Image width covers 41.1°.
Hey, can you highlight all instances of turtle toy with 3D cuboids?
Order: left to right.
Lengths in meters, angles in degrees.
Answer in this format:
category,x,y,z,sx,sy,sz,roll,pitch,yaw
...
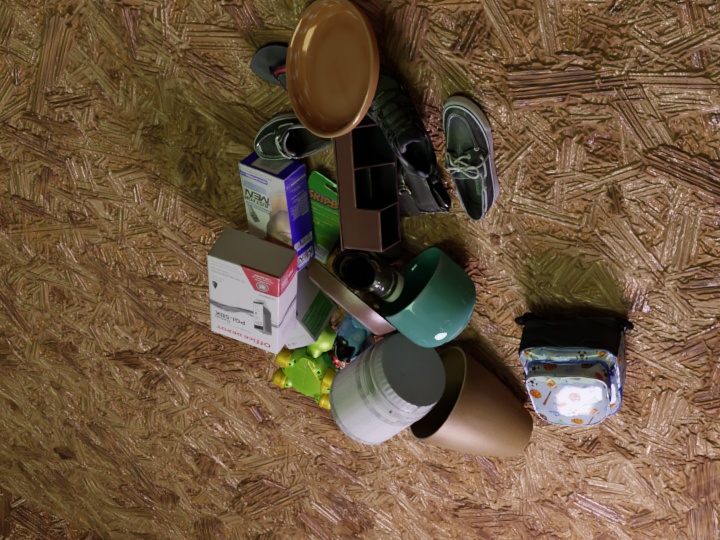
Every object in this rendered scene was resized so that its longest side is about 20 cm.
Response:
category,x,y,z,sx,sy,sz,roll,pitch,yaw
turtle toy,-0.096,0.186,1.975,0.144,0.102,0.201,24,140,9

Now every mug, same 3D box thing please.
category,x,y,z,sx,sy,sz,roll,pitch,yaw
mug,0.123,0.052,1.663,0.114,0.153,0.185,39,180,-16

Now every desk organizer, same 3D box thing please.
category,x,y,z,sx,sy,sz,roll,pitch,yaw
desk organizer,0.011,-0.136,1.527,0.076,0.071,0.203,6,110,30

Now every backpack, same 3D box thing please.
category,x,y,z,sx,sy,sz,roll,pitch,yaw
backpack,0.366,0.177,1.628,0.197,0.156,0.191,2,143,28

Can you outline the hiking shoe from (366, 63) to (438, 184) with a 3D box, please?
category,x,y,z,sx,sy,sz,roll,pitch,yaw
hiking shoe,0.062,-0.223,1.426,0.201,0.075,0.101,53,180,-22

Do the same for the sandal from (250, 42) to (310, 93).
category,x,y,z,sx,sy,sz,roll,pitch,yaw
sandal,-0.088,-0.300,1.506,0.197,0.045,0.076,22,140,13

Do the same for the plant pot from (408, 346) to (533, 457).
category,x,y,z,sx,sy,sz,roll,pitch,yaw
plant pot,0.222,0.271,1.810,0.198,0.188,0.186,28,143,-18

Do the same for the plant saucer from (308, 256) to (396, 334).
category,x,y,z,sx,sy,sz,roll,pitch,yaw
plant saucer,-0.022,0.051,1.689,0.199,0.035,0.200,39,179,1

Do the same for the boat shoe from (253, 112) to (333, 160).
category,x,y,z,sx,sy,sz,roll,pitch,yaw
boat shoe,-0.110,-0.220,1.579,0.198,0.071,0.073,-15,116,39

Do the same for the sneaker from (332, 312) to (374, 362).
category,x,y,z,sx,sy,sz,roll,pitch,yaw
sneaker,-0.026,0.136,1.858,0.078,0.090,0.201,36,162,12

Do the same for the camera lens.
category,x,y,z,sx,sy,sz,roll,pitch,yaw
camera lens,0.046,0.221,1.788,0.159,0.161,0.200,39,137,-9

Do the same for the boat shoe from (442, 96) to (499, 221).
category,x,y,z,sx,sy,sz,roll,pitch,yaw
boat shoe,0.161,-0.166,1.461,0.073,0.068,0.201,8,135,26

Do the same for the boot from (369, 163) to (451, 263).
category,x,y,z,sx,sy,sz,roll,pitch,yaw
boot,0.075,-0.098,1.590,0.172,0.070,0.202,-3,128,36

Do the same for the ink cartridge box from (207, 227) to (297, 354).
category,x,y,z,sx,sy,sz,roll,pitch,yaw
ink cartridge box,-0.195,0.040,1.739,0.145,0.083,0.202,18,136,13

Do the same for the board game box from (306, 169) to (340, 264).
category,x,y,z,sx,sy,sz,roll,pitch,yaw
board game box,-0.070,-0.098,1.719,0.095,0.030,0.201,33,144,3

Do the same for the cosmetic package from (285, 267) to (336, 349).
category,x,y,z,sx,sy,sz,roll,pitch,yaw
cosmetic package,-0.150,0.042,1.857,0.084,0.108,0.201,-15,123,41

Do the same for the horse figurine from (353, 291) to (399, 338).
category,x,y,z,sx,sy,sz,roll,pitch,yaw
horse figurine,0.063,0.082,1.803,0.200,0.050,0.132,45,146,-11

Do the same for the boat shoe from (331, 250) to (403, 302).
category,x,y,z,sx,sy,sz,roll,pitch,yaw
boat shoe,0.000,0.000,1.693,0.060,0.073,0.200,25,179,-34

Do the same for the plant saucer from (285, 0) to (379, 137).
category,x,y,z,sx,sy,sz,roll,pitch,yaw
plant saucer,-0.037,-0.298,1.410,0.198,0.037,0.204,8,101,47

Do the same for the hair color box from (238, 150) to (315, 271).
category,x,y,z,sx,sy,sz,roll,pitch,yaw
hair color box,-0.147,-0.105,1.707,0.108,0.065,0.202,22,137,30
